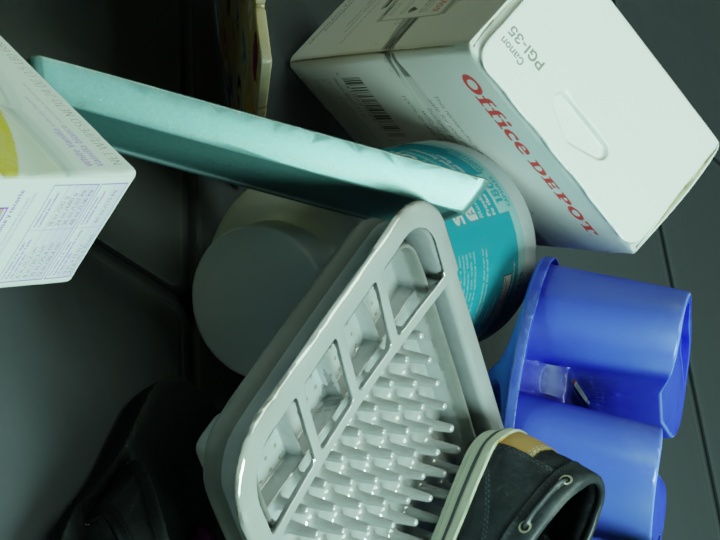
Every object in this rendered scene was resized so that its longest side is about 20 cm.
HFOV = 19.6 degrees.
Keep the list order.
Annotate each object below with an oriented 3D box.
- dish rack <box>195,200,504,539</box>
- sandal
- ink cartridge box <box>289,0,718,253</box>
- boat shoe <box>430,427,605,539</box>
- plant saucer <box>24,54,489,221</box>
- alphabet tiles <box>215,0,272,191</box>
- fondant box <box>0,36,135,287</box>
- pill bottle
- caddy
[{"bbox_3d":[-0.003,0.086,0.885,0.172,0.044,0.200,-56,141,-36],"label":"dish rack"},{"bbox_3d":[-0.081,0.107,0.831,0.075,0.048,0.200,47,29,-23],"label":"sandal"},{"bbox_3d":[0.074,-0.089,1.112,0.083,0.200,0.147,-49,113,-17],"label":"ink cartridge box"},{"bbox_3d":[0.053,0.166,0.902,0.075,0.062,0.200,44,63,-56],"label":"boat shoe"},{"bbox_3d":[-0.050,-0.050,0.875,0.200,0.070,0.019,15,78,-18],"label":"plant saucer"},{"bbox_3d":[-0.060,-0.145,1.027,0.006,0.166,0.200,-2,55,-10],"label":"alphabet tiles"},{"bbox_3d":[-0.194,-0.057,0.741,0.144,0.058,0.200,44,23,20],"label":"fondant box"},{"bbox_3d":[0.000,0.000,1.000,0.111,0.111,0.200,62,27,5],"label":"pill bottle"},{"bbox_3d":[0.107,0.075,1.063,0.200,0.105,0.141,65,37,-70],"label":"caddy"}]
